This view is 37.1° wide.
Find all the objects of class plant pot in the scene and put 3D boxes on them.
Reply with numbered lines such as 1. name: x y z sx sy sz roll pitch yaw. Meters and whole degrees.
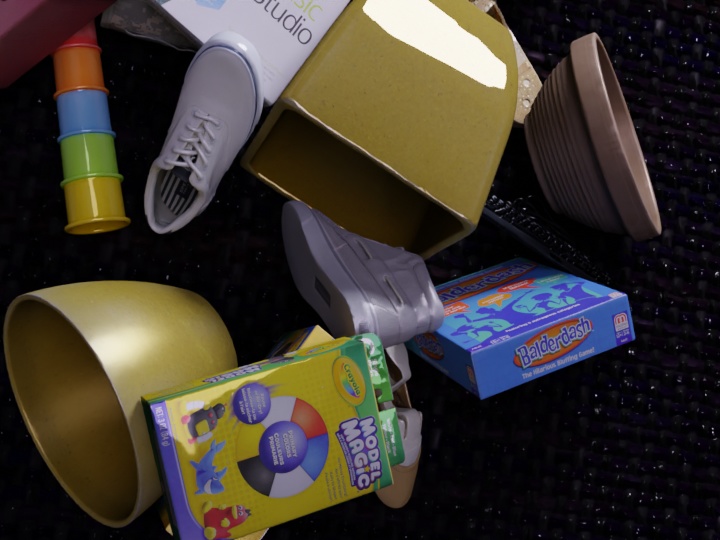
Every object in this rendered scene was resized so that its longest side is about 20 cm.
1. plant pot: -0.188 0.090 0.906 0.141 0.199 0.203 -26 91 -39
2. plant pot: 0.217 -0.117 1.038 0.091 0.200 0.205 -19 89 21
3. plant pot: 0.032 -0.151 0.975 0.193 0.194 0.202 31 72 -9

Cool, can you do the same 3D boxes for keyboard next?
1. keyboard: 0.178 -0.039 1.027 0.198 0.104 0.040 32 103 -21

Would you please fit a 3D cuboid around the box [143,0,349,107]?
1. box: -0.074 -0.266 0.922 0.144 0.036 0.201 38 81 -19

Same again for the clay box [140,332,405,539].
1. clay box: -0.057 0.126 0.816 0.197 0.047 0.117 -15 96 -20

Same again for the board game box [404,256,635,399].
1. board game box: 0.128 0.045 0.968 0.150 0.200 0.046 -19 105 -15

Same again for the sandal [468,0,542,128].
1. sandal: 0.123 -0.241 1.062 0.077 0.070 0.213 -37 94 -15

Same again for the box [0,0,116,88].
1. box: -0.291 -0.253 0.889 0.198 0.109 0.129 -30 92 24

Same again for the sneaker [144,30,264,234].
1. sneaker: -0.135 -0.108 0.919 0.072 0.202 0.071 24 41 -2

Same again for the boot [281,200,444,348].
1. boot: 0.000 0.000 0.966 0.094 0.201 0.075 -10 131 -22

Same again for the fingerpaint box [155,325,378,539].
1. fingerpaint box: -0.087 0.149 0.922 0.073 0.167 0.201 39 78 -8

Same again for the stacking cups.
1. stacking cups: -0.253 -0.137 0.964 0.059 0.060 0.204 -10 85 -15

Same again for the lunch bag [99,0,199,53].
1. lunch bag: -0.141 -0.297 0.979 0.161 0.117 0.204 11 90 -17

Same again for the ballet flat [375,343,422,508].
1. ballet flat: 0.024 0.120 0.998 0.068 0.062 0.204 -14 87 -46
